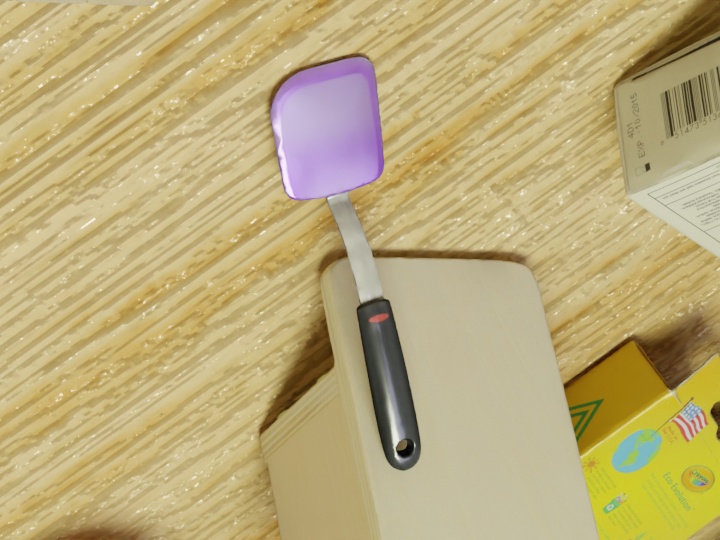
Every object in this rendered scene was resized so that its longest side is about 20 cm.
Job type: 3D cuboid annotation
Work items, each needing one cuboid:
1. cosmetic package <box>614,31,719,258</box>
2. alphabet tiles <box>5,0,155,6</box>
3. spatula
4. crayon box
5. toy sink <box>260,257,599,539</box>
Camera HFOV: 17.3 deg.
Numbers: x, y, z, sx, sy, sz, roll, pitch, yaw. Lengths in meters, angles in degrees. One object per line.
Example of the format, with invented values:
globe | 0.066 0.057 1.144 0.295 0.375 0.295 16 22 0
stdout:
cosmetic package | 0.232 -0.048 1.237 0.105 0.072 0.200 -24 143 32
alphabet tiles | -0.140 -0.201 0.973 0.166 0.008 0.201 -1 125 -29
spatula | 0.000 0.000 1.143 0.056 0.021 0.202 -15 95 -18
crayon box | 0.136 0.126 1.362 0.199 0.051 0.127 -36 135 1
toy sink | 0.031 0.108 1.229 0.129 0.201 0.112 1 154 -30
